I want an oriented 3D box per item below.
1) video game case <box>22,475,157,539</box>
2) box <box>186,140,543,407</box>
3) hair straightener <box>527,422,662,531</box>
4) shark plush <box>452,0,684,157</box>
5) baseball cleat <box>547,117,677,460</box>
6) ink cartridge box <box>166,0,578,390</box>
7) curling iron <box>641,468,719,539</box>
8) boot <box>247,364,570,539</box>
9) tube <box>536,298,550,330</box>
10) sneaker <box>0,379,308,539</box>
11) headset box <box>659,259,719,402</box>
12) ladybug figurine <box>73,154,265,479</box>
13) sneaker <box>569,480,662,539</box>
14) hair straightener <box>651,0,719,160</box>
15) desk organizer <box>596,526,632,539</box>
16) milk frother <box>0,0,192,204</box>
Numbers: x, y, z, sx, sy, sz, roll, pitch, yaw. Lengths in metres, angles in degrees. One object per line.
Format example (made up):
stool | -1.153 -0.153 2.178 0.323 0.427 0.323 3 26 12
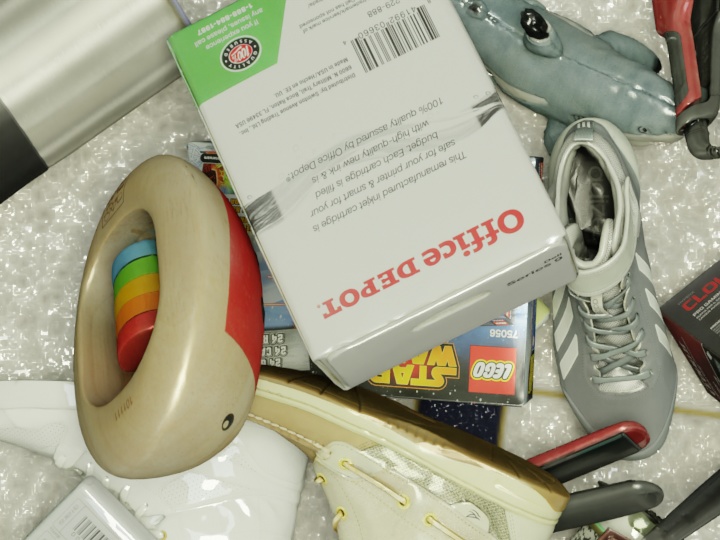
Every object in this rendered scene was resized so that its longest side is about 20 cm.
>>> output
video game case | -0.140 0.243 1.175 0.200 0.024 0.182 45 106 -1
box | 0.000 0.000 1.185 0.199 0.040 0.138 4 94 12
hair straightener | 0.074 0.152 1.179 0.199 0.041 0.077 -20 62 13
shark plush | 0.104 -0.138 1.212 0.200 0.083 0.091 44 85 -1
baseball cleat | 0.131 0.019 1.175 0.069 0.106 0.201 -10 100 14
ink cartridge box | 0.007 -0.059 1.113 0.145 0.084 0.201 -26 72 4
curling iron | 0.226 0.110 1.190 0.199 0.049 0.026 -23 99 -34
boot | -0.006 0.146 1.142 0.199 0.072 0.155 23 97 5
tube | 0.022 -0.028 1.220 0.200 0.052 0.058 46 49 3
sneaker | -0.129 0.123 1.186 0.199 0.074 0.116 7 84 -5
headset box | 0.271 0.030 1.173 0.148 0.200 0.075 -38 120 -4
ladybug figurine | -0.098 0.025 1.118 0.072 0.136 0.201 20 43 -28
sneaker | 0.183 0.216 1.214 0.089 0.077 0.200 -45 84 5
hair straightener | 0.207 -0.123 1.191 0.077 0.041 0.201 17 44 -20
desk organizer | 0.105 0.244 1.151 0.072 0.077 0.200 30 110 -34
milk frother | -0.200 -0.130 1.125 0.188 0.200 0.181 -36 100 -5
